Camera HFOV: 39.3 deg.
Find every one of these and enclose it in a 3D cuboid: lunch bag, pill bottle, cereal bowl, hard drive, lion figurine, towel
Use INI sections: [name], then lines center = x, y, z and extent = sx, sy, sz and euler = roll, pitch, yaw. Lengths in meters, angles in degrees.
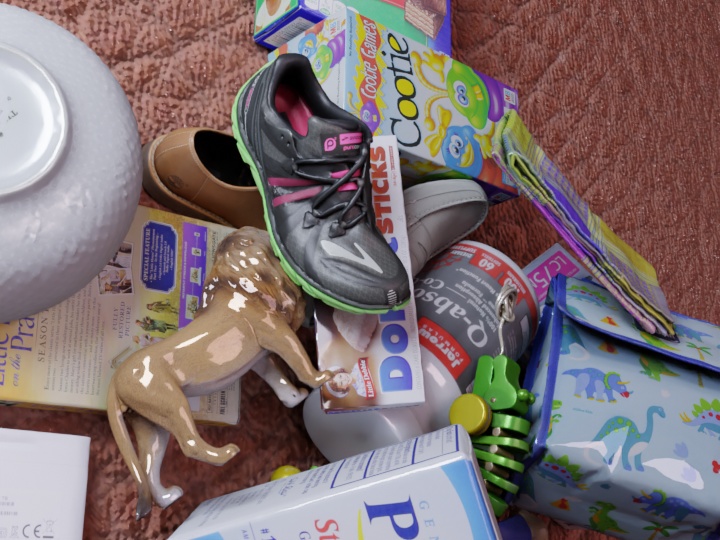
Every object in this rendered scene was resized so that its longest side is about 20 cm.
[lunch bag]
center = 0.218, 0.103, 0.804
extent = 0.170, 0.128, 0.200
euler = 19, 50, 2
[pill bottle]
center = 0.051, 0.072, 0.800
extent = 0.200, 0.116, 0.116
euler = -44, 108, -40
[cereal bowl]
center = -0.221, -0.072, 0.584
extent = 0.200, 0.083, 0.200
euler = 7, 73, -21
[hard drive]
center = -0.228, 0.191, 0.579
extent = 0.132, 0.025, 0.200
euler = 14, 69, -38
[lion figurine]
center = -0.101, 0.058, 0.659
extent = 0.200, 0.072, 0.123
euler = -37, 87, -37
[towel]
center = 0.180, -0.041, 0.817
extent = 0.200, 0.023, 0.144
euler = 47, 21, -8

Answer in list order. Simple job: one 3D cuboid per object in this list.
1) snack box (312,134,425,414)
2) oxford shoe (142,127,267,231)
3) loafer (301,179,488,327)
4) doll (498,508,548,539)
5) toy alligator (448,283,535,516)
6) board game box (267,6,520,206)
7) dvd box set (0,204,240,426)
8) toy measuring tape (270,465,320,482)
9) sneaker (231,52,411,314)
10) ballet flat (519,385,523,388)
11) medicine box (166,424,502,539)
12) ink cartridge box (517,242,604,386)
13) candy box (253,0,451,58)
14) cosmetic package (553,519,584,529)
[snack box]
center = 0.000, 0.000, 0.721
extent = 0.072, 0.024, 0.200
euler = -4, 73, -5
[oxford shoe]
center = -0.065, -0.056, 0.766
extent = 0.200, 0.071, 0.071
euler = 18, 65, -39
[loafer]
center = 0.023, -0.012, 0.790
extent = 0.200, 0.070, 0.070
euler = -27, 141, -19
[doll]
center = 0.072, 0.259, 0.809
extent = 0.200, 0.048, 0.137
euler = -8, 106, -42
[toy alligator]
center = 0.102, 0.106, 0.732
extent = 0.059, 0.054, 0.200
euler = 35, 70, -52
[board game box]
center = 0.030, -0.121, 0.845
extent = 0.200, 0.103, 0.105
euler = 15, 68, -38
[dvd box set]
center = -0.168, 0.025, 0.676
extent = 0.200, 0.029, 0.147
euler = 12, 70, -40
[toy measuring tape]
center = 0.016, 0.209, 0.742
extent = 0.200, 0.074, 0.074
euler = 35, 54, -1
[sneaker]
center = -0.026, -0.059, 0.675
extent = 0.077, 0.084, 0.200
euler = -20, 73, -35
[ballet flat]
center = 0.085, 0.170, 0.837
extent = 0.200, 0.072, 0.072
euler = -28, 97, -33
[medicine box]
center = 0.002, 0.220, 0.652
extent = 0.103, 0.200, 0.182
euler = -14, 86, -84
[ink cartridge box]
center = 0.204, 0.079, 0.903
extent = 0.119, 0.042, 0.200
euler = -35, 72, -24
[candy box]
center = -0.002, -0.272, 0.878
extent = 0.169, 0.077, 0.200
euler = 15, 67, -38
[cosmetic package]
center = 0.215, 0.133, 0.960
extent = 0.101, 0.071, 0.200
euler = 39, 56, -27
